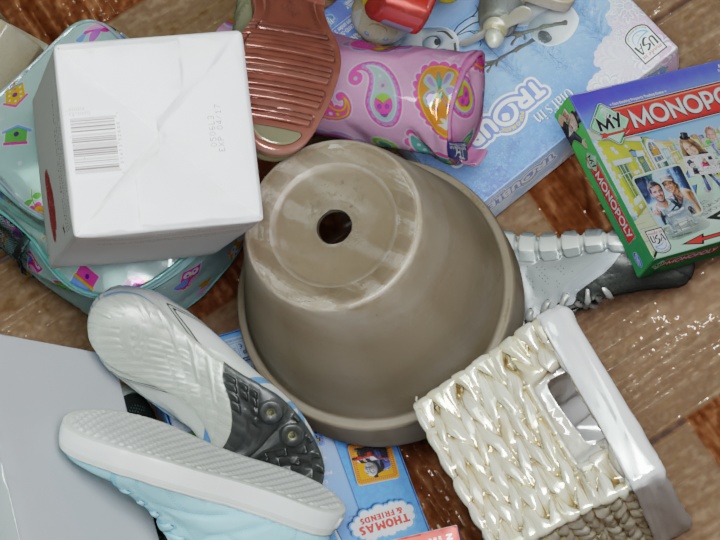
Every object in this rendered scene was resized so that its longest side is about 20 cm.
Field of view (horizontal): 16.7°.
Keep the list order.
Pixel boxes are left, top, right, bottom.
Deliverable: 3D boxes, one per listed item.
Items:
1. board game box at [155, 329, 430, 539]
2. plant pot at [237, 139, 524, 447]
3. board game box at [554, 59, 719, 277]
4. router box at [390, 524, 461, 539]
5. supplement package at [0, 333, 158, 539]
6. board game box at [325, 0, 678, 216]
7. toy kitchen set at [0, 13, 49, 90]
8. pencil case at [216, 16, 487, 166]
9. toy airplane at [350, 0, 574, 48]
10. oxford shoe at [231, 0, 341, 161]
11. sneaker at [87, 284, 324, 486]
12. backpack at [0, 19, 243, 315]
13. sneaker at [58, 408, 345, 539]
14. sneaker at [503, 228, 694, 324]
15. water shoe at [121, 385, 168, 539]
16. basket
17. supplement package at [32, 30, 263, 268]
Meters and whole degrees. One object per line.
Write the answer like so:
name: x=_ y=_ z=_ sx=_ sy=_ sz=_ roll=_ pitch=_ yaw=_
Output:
board game box: x=-0.049 y=0.133 z=1.705 sx=0.151 sy=0.037 sz=0.201 roll=-16 pitch=68 yaw=-14
plant pot: x=0.000 y=0.000 z=1.629 sx=0.199 sy=0.174 sz=0.201 roll=-4 pitch=71 yaw=11
board game box: x=0.249 y=-0.079 z=1.713 sx=0.199 sy=0.029 sz=0.135 roll=-15 pitch=68 yaw=-27
router box: x=-0.010 y=0.230 z=1.595 sx=0.179 sy=0.200 sz=0.049 roll=-13 pitch=69 yaw=3
supplement package: x=-0.260 y=0.170 z=1.642 sx=0.199 sy=0.147 sz=0.192 roll=-27 pitch=67 yaw=28
board game box: x=0.094 y=-0.163 z=1.802 sx=0.200 sy=0.043 sz=0.199 roll=-39 pitch=71 yaw=-7
toy kitchen set: x=-0.339 y=-0.190 z=1.797 sx=0.163 sy=0.180 sz=0.201 roll=29 pitch=81 yaw=15
pencil case: x=-0.008 y=-0.124 z=1.707 sx=0.199 sy=0.087 sz=0.088 roll=11 pitch=73 yaw=17
toy airplane: x=0.029 y=-0.231 z=1.749 sx=0.200 sy=0.199 sz=0.142 roll=41 pitch=125 yaw=29
oxford shoe: x=-0.054 y=-0.136 z=1.626 sx=0.070 sy=0.074 sz=0.201 roll=14 pitch=46 yaw=-10
sneaker: x=-0.100 y=0.081 z=1.666 sx=0.200 sy=0.072 sz=0.072 roll=42 pitch=102 yaw=-3
backpack: x=-0.179 y=-0.065 z=1.752 sx=0.200 sy=0.153 sz=0.176 roll=44 pitch=76 yaw=11
sneaker: x=-0.112 y=0.157 z=1.607 sx=0.199 sy=0.074 sz=0.082 roll=22 pitch=103 yaw=-13
sneaker: x=0.133 y=0.033 z=1.720 sx=0.199 sy=0.075 sz=0.116 roll=2 pitch=76 yaw=19
water shoe: x=-0.142 y=0.177 z=1.692 sx=0.079 sy=0.071 sz=0.201 roll=-10 pitch=77 yaw=36
basket: x=0.127 y=0.128 z=1.618 sx=0.123 sy=0.200 sz=0.136 roll=-31 pitch=69 yaw=3
supplement package: x=-0.141 y=-0.073 z=1.573 sx=0.119 sy=0.200 sz=0.122 roll=-6 pitch=85 yaw=-12
